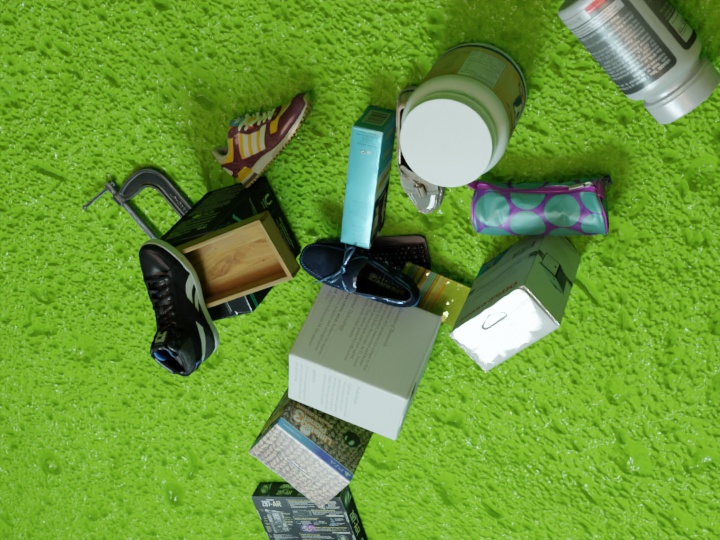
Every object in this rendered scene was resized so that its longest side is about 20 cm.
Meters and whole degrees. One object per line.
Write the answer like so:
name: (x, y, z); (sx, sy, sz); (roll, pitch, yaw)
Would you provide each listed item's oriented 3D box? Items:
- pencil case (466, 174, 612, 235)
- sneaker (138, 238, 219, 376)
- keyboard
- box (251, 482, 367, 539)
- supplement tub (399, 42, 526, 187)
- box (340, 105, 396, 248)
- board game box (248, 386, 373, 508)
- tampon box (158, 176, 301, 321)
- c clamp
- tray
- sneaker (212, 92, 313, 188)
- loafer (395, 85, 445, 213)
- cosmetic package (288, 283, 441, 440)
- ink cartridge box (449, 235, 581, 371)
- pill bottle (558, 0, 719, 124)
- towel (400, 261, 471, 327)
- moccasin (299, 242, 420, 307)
pencil case: (0.259, -0.095, 1.433); (0.200, 0.085, 0.093); (0, 136, 21)
sneaker: (-0.276, 0.061, 1.428); (0.073, 0.112, 0.200); (-14, 113, 26)
keyboard: (0.018, -0.001, 1.613); (0.200, 0.040, 0.104); (-3, 118, 24)
box: (-0.100, 0.496, 1.966); (0.200, 0.044, 0.161); (-6, 118, 24)
supplement tub: (0.138, -0.210, 1.336); (0.144, 0.200, 0.145); (10, 124, 15)
box: (0.013, -0.140, 1.502); (0.049, 0.082, 0.200); (14, 125, 12)
board game box: (-0.072, 0.277, 1.722); (0.159, 0.200, 0.097); (39, 126, -6)
tampon box: (-0.210, -0.033, 1.582); (0.126, 0.200, 0.150); (-13, 114, 27)
c clamp: (-0.361, -0.092, 1.716); (0.200, 0.027, 0.171); (46, 120, -8)
tray: (-0.195, -0.010, 1.446); (0.200, 0.037, 0.099); (-18, 112, 30)
sneaker: (-0.155, -0.215, 1.526); (0.090, 0.075, 0.200); (39, 125, -9)
loafer: (0.080, -0.169, 1.469); (0.072, 0.063, 0.200); (1, 120, 20)
cosmetic package: (0.004, 0.141, 1.601); (0.200, 0.165, 0.165); (21, 149, 7)
ink cartridge box: (0.230, 0.035, 1.453); (0.086, 0.200, 0.146); (46, 125, -10)
pill bottle: (0.356, -0.290, 1.256); (0.200, 0.114, 0.114); (47, 125, -11)
towel: (0.149, 0.055, 1.590); (0.200, 0.018, 0.086); (22, 127, -5)
moccasin: (0.000, 0.000, 1.538); (0.200, 0.068, 0.081); (16, 90, 6)
